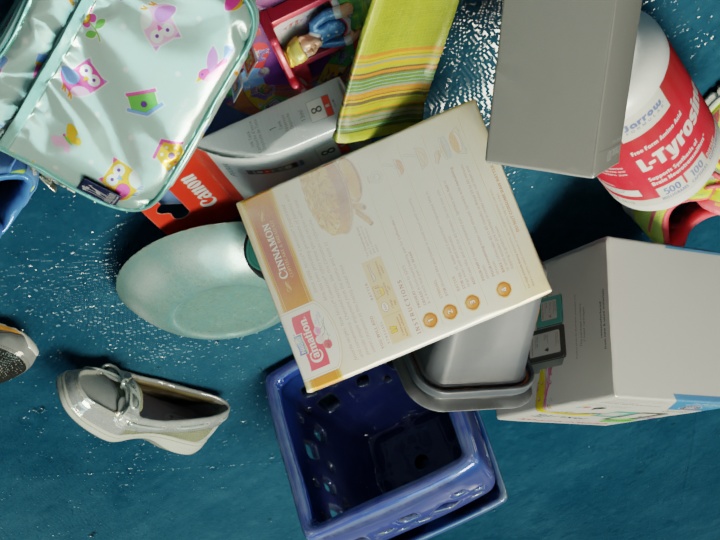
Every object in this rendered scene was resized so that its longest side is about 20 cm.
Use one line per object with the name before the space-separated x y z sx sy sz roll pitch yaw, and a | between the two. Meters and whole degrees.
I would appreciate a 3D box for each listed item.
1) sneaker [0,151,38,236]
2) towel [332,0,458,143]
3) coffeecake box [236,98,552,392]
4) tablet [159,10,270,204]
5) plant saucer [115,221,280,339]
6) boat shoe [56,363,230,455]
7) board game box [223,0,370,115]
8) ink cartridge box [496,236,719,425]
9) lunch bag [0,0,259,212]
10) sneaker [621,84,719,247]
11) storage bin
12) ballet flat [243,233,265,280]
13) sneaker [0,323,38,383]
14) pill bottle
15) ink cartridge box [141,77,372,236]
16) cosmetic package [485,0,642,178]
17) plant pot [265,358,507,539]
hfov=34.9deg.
sneaker | -0.325 -0.057 0.874 0.198 0.106 0.076 -29 139 14
towel | 0.037 -0.178 0.806 0.085 0.018 0.202 -20 142 -38
coffeecake box | 0.026 -0.017 0.880 0.197 0.156 0.073 -22 175 6
tablet | -0.143 -0.128 0.926 0.128 0.014 0.202 -3 139 -16
plant saucer | -0.123 0.022 1.051 0.198 0.039 0.202 -10 153 -5
boat shoe | -0.219 0.134 1.160 0.065 0.075 0.201 -41 139 19
board game box | -0.027 -0.178 0.871 0.156 0.039 0.201 5 135 -32
ink cartridge box | 0.240 0.067 1.120 0.145 0.149 0.200 6 165 -24
lunch bag | -0.176 -0.147 0.801 0.159 0.077 0.201 27 110 -23
sneaker | 0.335 -0.094 1.066 0.077 0.091 0.201 16 130 -30
storage bin | 0.099 0.007 1.033 0.143 0.201 0.136 0 129 -18
ballet flat | 0.000 0.000 0.954 0.197 0.074 0.074 17 139 8
sneaker | -0.394 0.109 1.066 0.197 0.078 0.079 -19 139 1
pill bottle | 0.217 -0.144 0.951 0.111 0.113 0.200 -32 138 18
ink cartridge box | -0.082 -0.068 0.944 0.198 0.051 0.162 -26 159 3
cosmetic package | 0.148 -0.172 0.803 0.089 0.107 0.203 8 105 22
plant pot | 0.038 0.183 1.207 0.198 0.202 0.180 -27 145 12
